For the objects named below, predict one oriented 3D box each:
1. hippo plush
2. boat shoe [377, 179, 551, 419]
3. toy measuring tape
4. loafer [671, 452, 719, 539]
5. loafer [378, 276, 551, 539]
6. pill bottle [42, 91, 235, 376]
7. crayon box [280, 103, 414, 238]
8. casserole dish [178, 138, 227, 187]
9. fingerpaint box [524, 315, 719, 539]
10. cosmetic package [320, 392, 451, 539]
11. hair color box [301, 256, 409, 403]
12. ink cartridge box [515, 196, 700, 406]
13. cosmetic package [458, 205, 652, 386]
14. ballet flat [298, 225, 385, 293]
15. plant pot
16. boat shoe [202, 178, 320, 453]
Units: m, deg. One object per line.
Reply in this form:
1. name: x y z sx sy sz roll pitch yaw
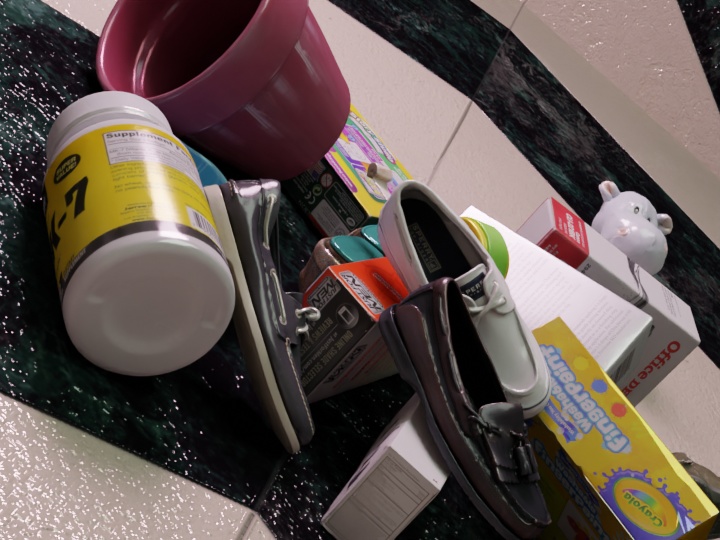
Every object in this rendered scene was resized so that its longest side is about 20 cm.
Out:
1. hippo plush: 0.300 -0.003 1.741 0.159 0.161 0.200 36 21 -15
2. boat shoe: 0.076 0.021 1.126 0.200 0.073 0.065 52 -17 14
3. toy measuring tape: 0.070 -0.035 1.231 0.073 0.074 0.201 19 32 -45
4. loafer: 0.303 0.217 1.457 0.200 0.075 0.070 24 15 -50
5. loafer: 0.082 0.094 1.053 0.072 0.063 0.201 14 41 -58
6. pill bottle: -0.160 -0.032 1.039 0.114 0.114 0.200 27 24 -34
7. crayon box: -0.016 -0.097 1.509 0.200 0.058 0.172 52 22 25
8. casserole dish: -0.141 -0.041 1.200 0.121 0.039 0.200 22 28 -42
9. fingerpaint box: 0.179 0.165 1.186 0.200 0.073 0.167 53 -21 28
10. cosmetic package: 0.037 0.135 1.106 0.051 0.083 0.200 43 20 1
11. hair color box: 0.006 0.043 1.207 0.061 0.102 0.200 48 21 13
12. ink cartridge box: 0.222 0.048 1.525 0.200 0.144 0.084 36 23 -14
13. cosmetic package: 0.142 0.040 1.317 0.199 0.071 0.101 34 56 22
14. ballet flat: 0.000 0.000 1.330 0.068 0.067 0.200 44 19 19
15. plant pot: -0.107 -0.180 1.351 0.179 0.200 0.200 44 13 -43
16. boat shoe: -0.059 0.028 1.072 0.073 0.062 0.201 132 -59 -73
